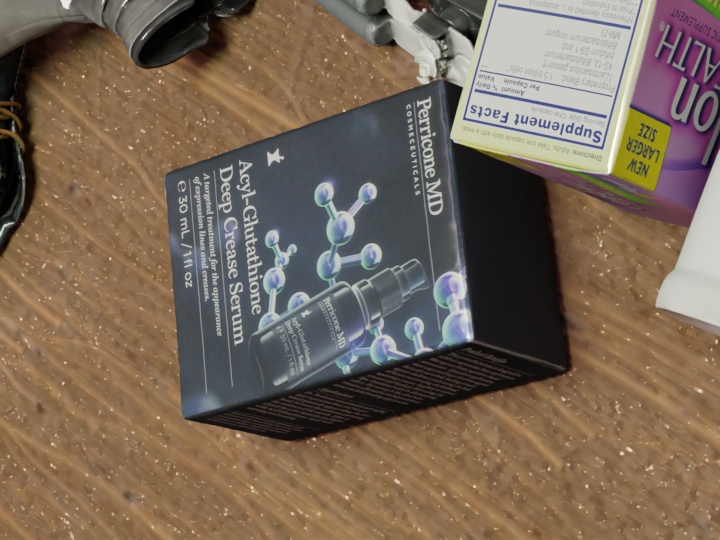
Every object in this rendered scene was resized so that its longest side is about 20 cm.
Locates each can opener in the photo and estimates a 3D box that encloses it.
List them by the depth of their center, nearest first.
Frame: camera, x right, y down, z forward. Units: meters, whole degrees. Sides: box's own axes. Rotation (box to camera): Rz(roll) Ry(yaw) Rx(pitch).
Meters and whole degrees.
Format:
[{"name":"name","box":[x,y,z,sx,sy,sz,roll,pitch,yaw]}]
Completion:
[{"name":"can opener","box":[0.015,-0.166,1.286,0.066,0.053,0.200,-41,55,-19]}]

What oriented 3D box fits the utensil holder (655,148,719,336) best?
[{"name":"utensil holder","box":[0.252,-0.046,1.016,0.169,0.170,0.201,21,90,36]}]

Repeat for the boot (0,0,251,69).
[{"name":"boot","box":[-0.170,-0.168,1.363,0.200,0.070,0.132,-39,57,-4]}]

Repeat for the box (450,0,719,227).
[{"name":"box","box":[0.154,-0.134,1.094,0.096,0.175,0.201,16,89,37]}]

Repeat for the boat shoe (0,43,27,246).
[{"name":"boat shoe","box":[-0.250,-0.096,1.445,0.091,0.071,0.201,32,104,31]}]

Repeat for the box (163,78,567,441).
[{"name":"box","box":[0.000,0.000,1.219,0.199,0.107,0.150,-17,70,31]}]
